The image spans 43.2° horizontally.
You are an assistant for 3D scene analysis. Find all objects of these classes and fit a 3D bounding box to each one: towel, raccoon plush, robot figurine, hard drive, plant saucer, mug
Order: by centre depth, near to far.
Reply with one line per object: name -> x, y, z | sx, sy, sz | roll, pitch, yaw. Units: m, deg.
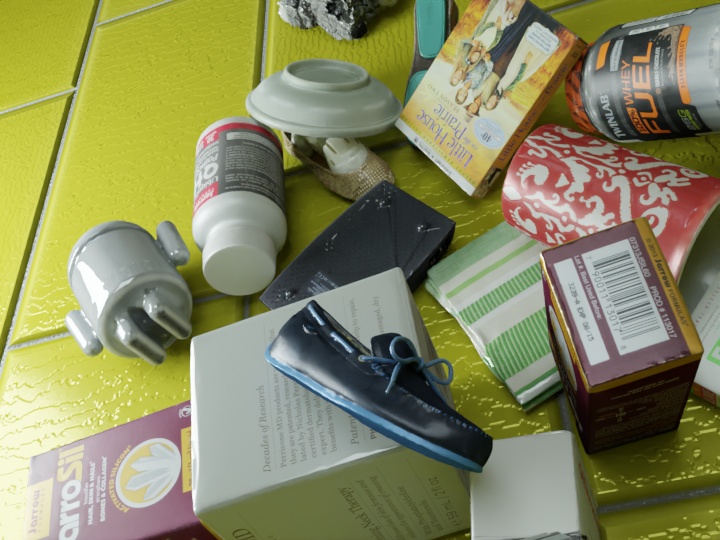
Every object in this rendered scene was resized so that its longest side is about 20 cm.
mug -> 0.251, -0.048, 0.863 | 0.198, 0.176, 0.136 | 30, 100, 36
towel -> 0.166, 0.030, 0.896 | 0.151, 0.024, 0.201 | -31, 45, -4
hard drive -> 0.000, 0.000, 0.979 | 0.200, 0.043, 0.134 | -44, 49, -15
robot figurine -> -0.263, 0.019, 1.030 | 0.169, 0.113, 0.200 | -42, 48, -5
plant saucer -> -0.042, -0.220, 1.112 | 0.195, 0.051, 0.201 | 4, 29, -2
raccoon plush -> -0.021, -0.413, 1.302 | 0.198, 0.098, 0.134 | 26, 58, 38

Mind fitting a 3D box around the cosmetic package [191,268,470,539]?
cosmetic package -> -0.022, 0.137, 0.778 | 0.196, 0.168, 0.169 | -19, 49, 9

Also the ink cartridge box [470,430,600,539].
ink cartridge box -> 0.132, 0.241, 0.651 | 0.082, 0.146, 0.203 | -9, 49, 17

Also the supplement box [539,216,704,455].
supplement box -> 0.200, 0.060, 0.717 | 0.084, 0.201, 0.112 | -17, 63, 6

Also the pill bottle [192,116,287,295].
pill bottle -> -0.140, -0.074, 1.055 | 0.108, 0.112, 0.203 | -16, 48, 10

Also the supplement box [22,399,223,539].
supplement box -> -0.201, 0.219, 0.846 | 0.196, 0.104, 0.133 | -20, 48, 8

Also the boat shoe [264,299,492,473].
boat shoe -> 0.011, 0.071, 0.637 | 0.198, 0.084, 0.069 | 26, 78, 32

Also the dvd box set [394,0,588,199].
dvd box set -> 0.138, -0.204, 1.007 | 0.147, 0.029, 0.202 | 47, 114, 32

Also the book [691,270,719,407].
book -> 0.371, 0.080, 0.752 | 0.198, 0.048, 0.134 | 30, 72, 37

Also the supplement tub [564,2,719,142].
supplement tub -> 0.314, -0.196, 0.921 | 0.198, 0.123, 0.123 | 2, 50, 52

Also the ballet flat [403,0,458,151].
ballet flat -> 0.094, -0.243, 1.109 | 0.067, 0.067, 0.205 | 7, 89, 23

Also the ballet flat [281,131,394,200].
ballet flat -> -0.038, -0.145, 1.099 | 0.071, 0.066, 0.199 | -46, 49, -14
